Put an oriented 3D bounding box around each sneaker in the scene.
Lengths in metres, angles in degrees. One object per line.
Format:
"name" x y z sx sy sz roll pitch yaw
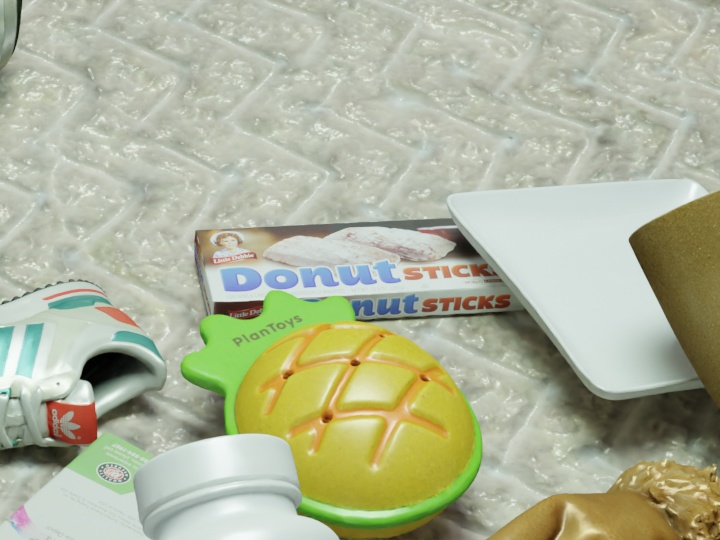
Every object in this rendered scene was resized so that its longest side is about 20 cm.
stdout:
"sneaker" -0.200 0.070 1.642 0.200 0.070 0.093 -23 41 -36

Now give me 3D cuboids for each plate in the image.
"plate" 0.175 0.015 1.777 0.200 0.032 0.200 -4 39 -31

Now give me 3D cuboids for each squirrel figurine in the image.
"squirrel figurine" 0.171 0.198 1.487 0.187 0.142 0.200 38 50 25

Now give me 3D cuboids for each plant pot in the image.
"plant pot" 0.270 0.047 1.642 0.186 0.186 0.200 -13 81 -23

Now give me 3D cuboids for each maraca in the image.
"maraca" -0.016 0.077 1.631 0.137 0.107 0.200 -20 45 -28

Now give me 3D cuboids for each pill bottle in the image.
"pill bottle" -0.053 0.187 1.423 0.111 0.111 0.200 -7 67 -17

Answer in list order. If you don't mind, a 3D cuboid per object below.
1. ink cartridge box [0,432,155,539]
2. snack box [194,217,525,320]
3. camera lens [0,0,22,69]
"ink cartridge box" -0.147 0.183 1.510 0.117 0.067 0.200 26 41 21
"snack box" 0.000 0.000 1.798 0.200 0.024 0.072 -3 40 -12
"camera lens" -0.329 -0.191 1.884 0.200 0.160 0.160 -11 41 -21
